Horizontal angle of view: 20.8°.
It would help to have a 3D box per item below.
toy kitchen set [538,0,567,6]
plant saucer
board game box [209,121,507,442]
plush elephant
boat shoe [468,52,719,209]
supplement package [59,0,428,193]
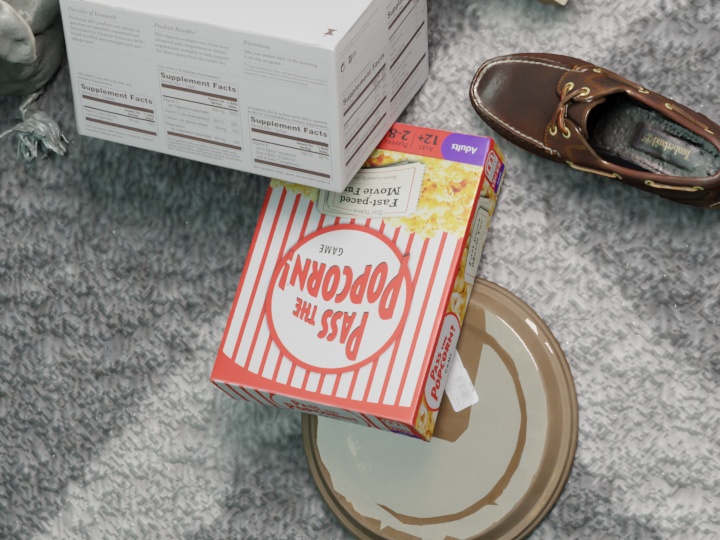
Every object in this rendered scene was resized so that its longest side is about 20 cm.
[{"bbox_3d":[0.065,-0.304,1.336,0.199,0.180,0.164,27,92,-20],"label":"toy kitchen set"},{"bbox_3d":[0.048,0.100,1.327,0.198,0.029,0.203,-2,83,20],"label":"plant saucer"},{"bbox_3d":[0.000,0.000,1.317,0.150,0.046,0.202,10,75,23],"label":"board game box"},{"bbox_3d":[-0.289,-0.177,1.402,0.164,0.155,0.202,-27,76,15],"label":"plush elephant"},{"bbox_3d":[0.158,-0.098,1.284,0.198,0.070,0.071,20,93,21],"label":"boat shoe"},{"bbox_3d":[-0.073,-0.157,1.310,0.198,0.156,0.112,14,131,19],"label":"supplement package"}]
